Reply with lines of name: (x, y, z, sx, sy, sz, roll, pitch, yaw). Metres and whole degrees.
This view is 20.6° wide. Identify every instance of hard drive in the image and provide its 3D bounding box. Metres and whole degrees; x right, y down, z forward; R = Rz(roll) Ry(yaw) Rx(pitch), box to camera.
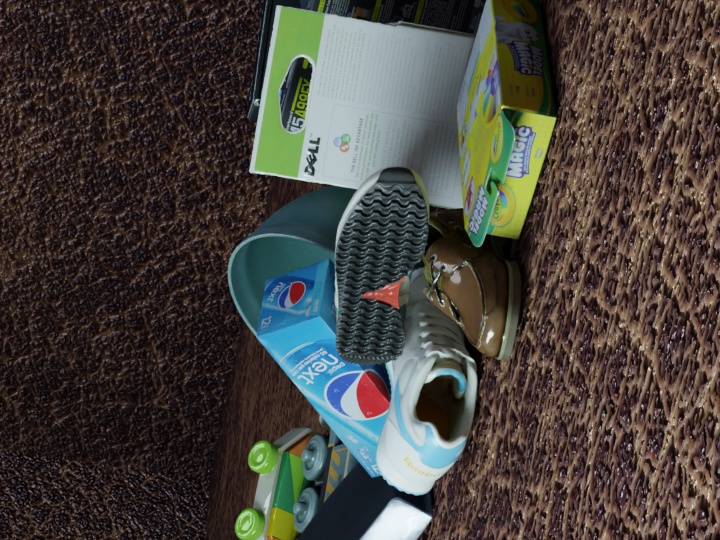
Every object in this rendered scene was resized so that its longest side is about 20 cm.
hard drive: (-0.008, 0.242, 1.756, 0.200, 0.042, 0.135, -53, 20, 25)

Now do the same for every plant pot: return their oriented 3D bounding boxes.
plant pot: (0.000, 0.000, 1.765, 0.134, 0.200, 0.201, -53, -10, -34)

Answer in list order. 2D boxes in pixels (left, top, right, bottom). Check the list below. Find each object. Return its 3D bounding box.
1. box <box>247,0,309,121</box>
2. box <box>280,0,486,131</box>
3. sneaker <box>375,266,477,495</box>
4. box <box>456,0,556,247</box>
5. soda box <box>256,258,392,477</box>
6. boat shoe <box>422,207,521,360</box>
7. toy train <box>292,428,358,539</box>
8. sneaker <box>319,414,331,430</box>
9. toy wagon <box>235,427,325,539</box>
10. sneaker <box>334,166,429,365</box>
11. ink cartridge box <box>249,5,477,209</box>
box: (0.005, -0.209, 1.827, 0.086, 0.199, 0.165, 141, 138, -81)
box: (0.023, -0.187, 1.747, 0.044, 0.159, 0.201, -150, 75, -83)
sneaker: (0.061, 0.078, 1.596, 0.081, 0.076, 0.201, -48, 31, 47)
box: (0.110, -0.115, 1.510, 0.200, 0.048, 0.118, -87, 9, -52)
soda box: (-0.007, 0.085, 1.661, 0.200, 0.064, 0.068, 53, -149, -37)
boat shoe: (0.079, 0.011, 1.509, 0.200, 0.068, 0.072, -101, 22, -69)
toy train: (-0.012, 0.234, 1.900, 0.114, 0.085, 0.201, -22, 53, 57)
sneaker: (0.012, 0.092, 1.943, 0.085, 0.075, 0.200, -66, 7, -30)
toy wagon: (-0.057, 0.263, 1.968, 0.039, 0.155, 0.201, -9, 62, 42)
sneaker: (0.011, -0.021, 1.542, 0.200, 0.070, 0.094, 97, 172, -45)
ink cartridge box: (0.013, -0.140, 1.683, 0.076, 0.199, 0.149, -130, 50, -81)
